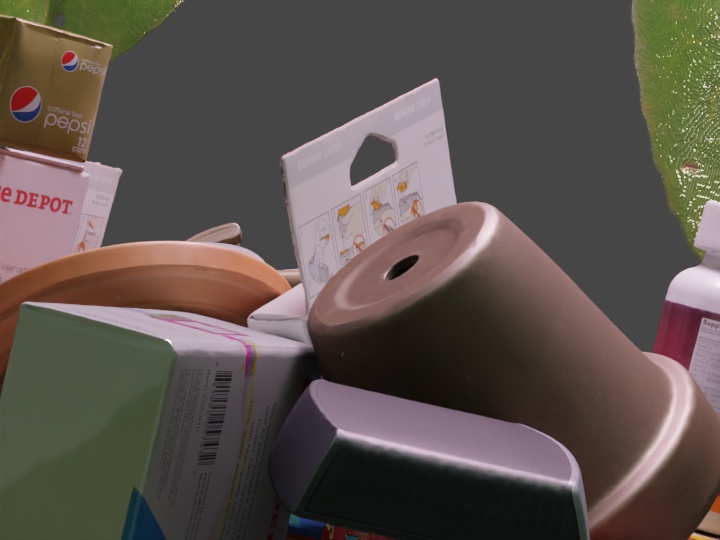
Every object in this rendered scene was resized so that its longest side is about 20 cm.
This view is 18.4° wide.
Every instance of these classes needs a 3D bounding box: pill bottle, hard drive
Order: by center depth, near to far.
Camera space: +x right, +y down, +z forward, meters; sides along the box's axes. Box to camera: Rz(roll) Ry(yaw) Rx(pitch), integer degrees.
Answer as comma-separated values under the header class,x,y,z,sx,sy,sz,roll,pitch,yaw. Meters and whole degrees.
class,x,y,z,sx,sy,sz,roll,pitch,yaw
hard drive,0.029,0.085,0.952,0.134,0.043,0.200,13,3,-4
pill bottle,0.239,0.064,1.423,0.109,0.202,0.110,14,1,0

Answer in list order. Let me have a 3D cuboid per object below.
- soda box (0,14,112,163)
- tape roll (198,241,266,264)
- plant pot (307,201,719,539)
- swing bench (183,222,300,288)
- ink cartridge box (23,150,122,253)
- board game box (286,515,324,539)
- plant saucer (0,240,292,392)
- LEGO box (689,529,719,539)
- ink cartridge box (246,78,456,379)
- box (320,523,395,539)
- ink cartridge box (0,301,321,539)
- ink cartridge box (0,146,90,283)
class,x,y,z,sx,sy,sz,roll,pitch,yaw
soda box,-0.222,-0.110,1.243,0.064,0.068,0.199,13,1,-40
tape roll,-0.143,0.058,1.422,0.199,0.067,0.201,-14,24,6
plant pot,0.064,0.065,1.136,0.175,0.200,0.200,58,-13,-17
swing bench,-0.064,0.063,1.665,0.198,0.131,0.199,15,-19,7
ink cartridge box,-0.240,0.015,1.529,0.050,0.202,0.161,15,1,17
board game box,-0.058,0.152,1.278,0.198,0.045,0.152,15,1,-14
plant saucer,-0.130,0.050,1.232,0.199,0.033,0.201,-11,-29,-6
LEGO box,0.194,0.196,1.446,0.148,0.078,0.200,14,2,-30
ink cartridge box,0.000,0.000,1.242,0.043,0.175,0.200,-4,14,28
box,0.078,0.170,0.993,0.199,0.101,0.095,13,2,-25
ink cartridge box,-0.100,0.096,1.072,0.084,0.146,0.200,14,2,20
ink cartridge box,-0.248,0.021,1.280,0.084,0.202,0.144,15,2,30
